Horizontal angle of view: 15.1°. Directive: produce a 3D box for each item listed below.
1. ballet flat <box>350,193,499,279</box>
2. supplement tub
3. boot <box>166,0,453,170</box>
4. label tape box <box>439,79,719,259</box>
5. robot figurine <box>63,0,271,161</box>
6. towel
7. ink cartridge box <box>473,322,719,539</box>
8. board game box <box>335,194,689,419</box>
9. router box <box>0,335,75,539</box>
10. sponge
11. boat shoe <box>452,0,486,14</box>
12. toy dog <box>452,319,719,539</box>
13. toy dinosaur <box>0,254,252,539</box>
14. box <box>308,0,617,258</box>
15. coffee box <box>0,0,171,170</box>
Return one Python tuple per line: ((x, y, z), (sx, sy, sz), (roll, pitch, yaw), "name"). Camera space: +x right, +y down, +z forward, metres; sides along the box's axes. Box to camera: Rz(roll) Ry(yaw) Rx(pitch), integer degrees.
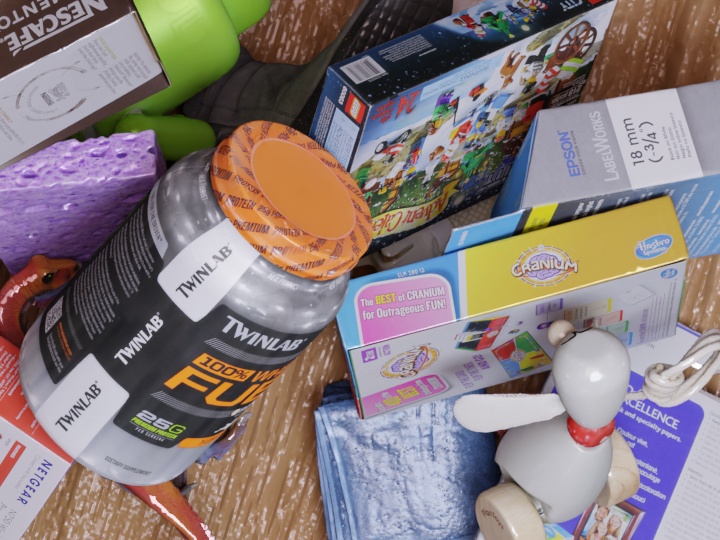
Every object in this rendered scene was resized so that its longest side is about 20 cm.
((0.000, 0.000, 1.644), (0.200, 0.062, 0.068), (-22, 120, 3), "ballet flat")
((-0.089, 0.017, 1.493), (0.123, 0.123, 0.200), (42, 123, -3), "supplement tub")
((-0.042, -0.113, 1.610), (0.200, 0.132, 0.070), (-55, 136, -2), "boot")
((0.129, -0.043, 1.577), (0.199, 0.144, 0.063), (-11, 71, -13), "label tape box")
((-0.152, -0.135, 1.584), (0.200, 0.116, 0.176), (-36, 63, -10), "robot figurine")
((0.036, 0.165, 1.671), (0.111, 0.049, 0.201), (-7, 95, 0), "towel")
((0.187, 0.138, 1.657), (0.198, 0.043, 0.200), (27, 73, -3), "ink cartridge box")
((0.086, 0.024, 1.573), (0.199, 0.153, 0.040), (-15, 72, -2), "board game box")
((-0.266, 0.097, 1.605), (0.179, 0.049, 0.200), (35, 138, -3), "router box")
((-0.159, -0.028, 1.583), (0.111, 0.200, 0.030), (-7, 71, 3), "sponge")
((0.056, -0.135, 1.631), (0.200, 0.074, 0.065), (-43, 76, -2), "boat shoe")
((0.110, 0.079, 1.556), (0.096, 0.132, 0.200), (51, 136, 25), "toy dog")
((-0.144, 0.075, 1.609), (0.105, 0.200, 0.181), (-38, 139, 15), "toy dinosaur")
((0.051, -0.087, 1.559), (0.038, 0.200, 0.137), (44, 139, 25), "box")
((-0.219, -0.115, 1.475), (0.200, 0.080, 0.115), (-26, 60, -1), "coffee box")
